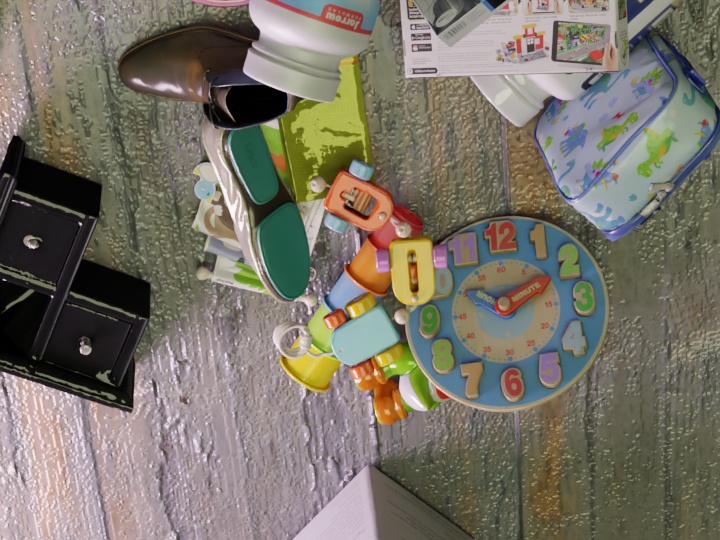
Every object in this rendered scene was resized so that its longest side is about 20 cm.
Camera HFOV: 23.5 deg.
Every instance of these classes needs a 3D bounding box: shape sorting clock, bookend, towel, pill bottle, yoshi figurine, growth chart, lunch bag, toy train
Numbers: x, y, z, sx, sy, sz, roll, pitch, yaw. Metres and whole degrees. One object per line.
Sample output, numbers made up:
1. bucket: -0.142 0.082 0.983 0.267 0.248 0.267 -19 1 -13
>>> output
1. shape sorting clock: 0.141 0.039 1.678 0.199 0.201 0.039 -18 151 5
2. bookend: -0.277 0.007 1.666 0.199 0.092 0.200 20 113 -15
3. towel: -0.039 -0.164 1.632 0.085 0.018 0.201 -10 112 -2
4. pill bottle: -0.030 -0.250 1.461 0.108 0.109 0.201 16 102 -12
5. pill bottle: 0.193 -0.227 1.579 0.200 0.111 0.111 -42 113 15
6. yoshi figurine: 0.098 0.078 1.750 0.199 0.112 0.113 -17 80 18
7. growth chart: -0.095 -0.066 1.688 0.144 0.018 0.201 8 113 -10
8. lunch bag: 0.245 -0.132 1.581 0.082 0.200 0.161 35 108 -21
9. toy train: 0.000 0.000 1.660 0.149 0.056 0.201 22 103 -1

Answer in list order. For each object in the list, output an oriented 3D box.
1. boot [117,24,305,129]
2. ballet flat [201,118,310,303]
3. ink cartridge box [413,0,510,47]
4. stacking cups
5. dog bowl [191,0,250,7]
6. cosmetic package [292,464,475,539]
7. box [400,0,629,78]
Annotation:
1. boot: -0.135 -0.174 1.571 0.199 0.097 0.075 0 115 11
2. ballet flat: -0.099 -0.064 1.650 0.067 0.062 0.201 -31 119 -30
3. ink cartridge box: 0.061 -0.301 1.499 0.099 0.201 0.039 -37 157 14
4. stacking cups: -0.002 0.027 1.723 0.060 0.061 0.200 30 108 -18
5. dog bowl: -0.119 -0.323 1.526 0.199 0.074 0.201 -2 117 -3
6. cosmetic package: 0.022 0.348 1.803 0.167 0.200 0.166 38 108 -20
7. box: 0.132 -0.227 1.516 0.199 0.035 0.111 2 105 24
